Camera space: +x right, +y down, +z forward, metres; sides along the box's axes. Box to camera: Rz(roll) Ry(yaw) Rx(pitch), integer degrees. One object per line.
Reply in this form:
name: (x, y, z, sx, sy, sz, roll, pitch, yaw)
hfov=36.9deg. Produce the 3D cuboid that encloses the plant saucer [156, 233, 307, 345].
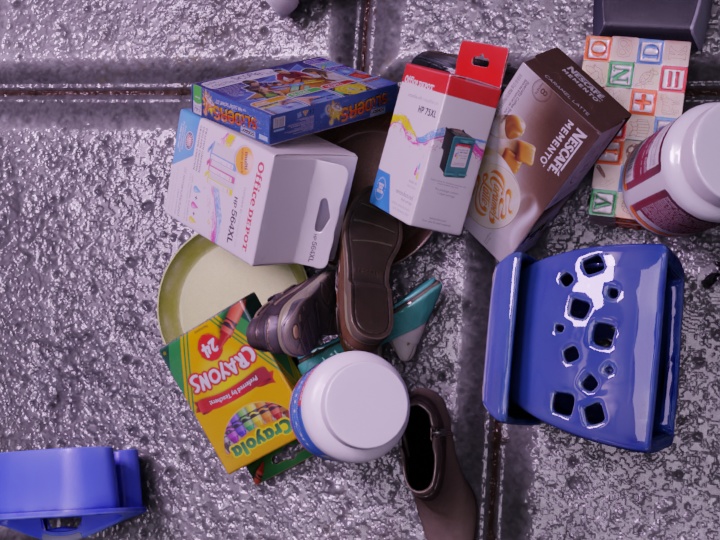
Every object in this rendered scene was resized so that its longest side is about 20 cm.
plant saucer: (-0.150, 0.042, 1.309, 0.198, 0.031, 0.202, -2, 83, 15)

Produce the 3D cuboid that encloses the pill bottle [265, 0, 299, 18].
pill bottle: (-0.050, -0.402, 1.298, 0.200, 0.112, 0.112, -43, 75, 6)

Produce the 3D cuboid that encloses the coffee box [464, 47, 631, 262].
coffee box: (0.183, -0.121, 1.163, 0.114, 0.079, 0.201, 46, 132, 15)

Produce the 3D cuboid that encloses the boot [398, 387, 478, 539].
boot: (0.077, 0.228, 1.163, 0.070, 0.146, 0.202, -13, 80, 10)

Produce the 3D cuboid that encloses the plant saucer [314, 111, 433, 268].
plant saucer: (0.008, -0.096, 1.282, 0.198, 0.037, 0.203, -2, 83, 16)

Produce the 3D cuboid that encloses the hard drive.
hard drive: (0.334, -0.352, 1.218, 0.133, 0.042, 0.202, 7, 80, 16)

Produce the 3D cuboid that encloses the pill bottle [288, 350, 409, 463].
pill bottle: (-0.011, 0.141, 1.115, 0.111, 0.200, 0.114, 2, 80, -10)

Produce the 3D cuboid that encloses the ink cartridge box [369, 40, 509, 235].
ink cartridge box: (0.083, -0.151, 1.160, 0.067, 0.116, 0.202, 10, 101, -25)

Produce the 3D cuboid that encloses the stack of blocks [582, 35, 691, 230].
stack of blocks: (0.296, -0.152, 1.200, 0.114, 0.059, 0.202, 7, 85, 16)

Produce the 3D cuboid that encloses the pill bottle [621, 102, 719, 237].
pill bottle: (0.335, -0.099, 1.052, 0.113, 0.200, 0.116, 0, 86, -2)

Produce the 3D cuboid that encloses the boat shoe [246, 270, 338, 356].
boat shoe: (-0.070, 0.043, 1.196, 0.073, 0.200, 0.075, -2, 98, 17)

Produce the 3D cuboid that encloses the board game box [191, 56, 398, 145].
board game box: (-0.073, -0.196, 1.222, 0.135, 0.199, 0.035, 27, 124, 37)

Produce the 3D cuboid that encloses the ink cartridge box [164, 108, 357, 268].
ink cartridge box: (-0.107, -0.093, 1.213, 0.199, 0.124, 0.130, 29, 114, 41)

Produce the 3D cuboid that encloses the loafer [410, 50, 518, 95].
loafer: (0.154, -0.209, 1.248, 0.199, 0.073, 0.073, 27, 58, 11)

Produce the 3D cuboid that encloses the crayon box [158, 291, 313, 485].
crayon box: (-0.129, 0.144, 1.249, 0.126, 0.051, 0.201, -30, 91, 19)

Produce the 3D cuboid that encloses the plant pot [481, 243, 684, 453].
plant pot: (0.232, 0.078, 1.122, 0.178, 0.200, 0.202, 3, 84, 22)

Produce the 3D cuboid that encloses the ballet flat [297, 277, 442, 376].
ballet flat: (0.022, 0.084, 1.244, 0.199, 0.067, 0.071, -31, 88, 13)

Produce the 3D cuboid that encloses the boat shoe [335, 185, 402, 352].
boat shoe: (0.000, 0.000, 1.206, 0.071, 0.068, 0.202, 17, 57, -15)

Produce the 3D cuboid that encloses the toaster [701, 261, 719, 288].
toaster: (0.448, -0.054, 1.084, 0.118, 0.200, 0.182, 21, 88, 5)

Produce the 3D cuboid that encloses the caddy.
caddy: (-0.351, 0.267, 1.277, 0.198, 0.141, 0.106, -7, 78, 15)
